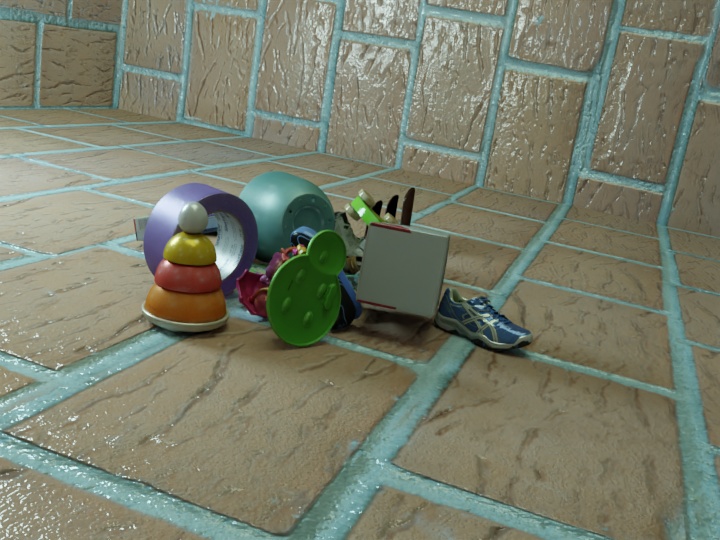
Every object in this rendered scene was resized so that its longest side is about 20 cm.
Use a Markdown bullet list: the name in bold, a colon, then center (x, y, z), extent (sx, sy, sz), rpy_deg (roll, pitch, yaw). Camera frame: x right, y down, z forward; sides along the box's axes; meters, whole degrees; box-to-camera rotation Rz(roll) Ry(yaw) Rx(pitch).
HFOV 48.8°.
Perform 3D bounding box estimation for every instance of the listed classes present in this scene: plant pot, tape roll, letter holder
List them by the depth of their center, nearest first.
- **tape roll**: center (-0.287, -0.052, 1.440), extent (0.084, 0.203, 0.199), rpy_deg (22, 19, 38)
- **plant pot**: center (-0.146, -0.106, 1.677), extent (0.198, 0.204, 0.160), rpy_deg (0, 7, -31)
- **letter holder**: center (0.085, -0.162, 2.191), extent (0.099, 0.144, 0.200), rpy_deg (12, 15, 9)

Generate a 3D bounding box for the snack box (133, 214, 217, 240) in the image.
- **snack box**: center (-0.370, -0.102, 1.699), extent (0.197, 0.054, 0.142), rpy_deg (-9, 3, -2)

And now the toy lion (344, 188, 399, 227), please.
- **toy lion**: center (0.070, -0.076, 1.845), extent (0.200, 0.069, 0.192), rpy_deg (39, 12, -50)

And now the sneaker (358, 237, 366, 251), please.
- **sneaker**: center (0.057, -0.036, 1.723), extent (0.073, 0.071, 0.200), rpy_deg (44, -2, 19)

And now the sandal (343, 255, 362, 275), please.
- **sandal**: center (0.000, 0.000, 1.712), extent (0.081, 0.055, 0.199), rpy_deg (-4, 20, -42)

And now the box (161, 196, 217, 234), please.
- **box**: center (-0.401, -0.137, 1.983), extent (0.157, 0.047, 0.200), rpy_deg (2, 17, -28)

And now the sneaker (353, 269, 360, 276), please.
- **sneaker**: center (0.075, 0.030, 1.601), extent (0.197, 0.077, 0.115), rpy_deg (-17, 60, -14)

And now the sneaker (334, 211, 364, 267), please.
- **sneaker**: center (-0.019, -0.074, 1.853), extent (0.198, 0.117, 0.076), rpy_deg (7, 15, -9)

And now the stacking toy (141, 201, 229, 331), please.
- **stacking toy**: center (-0.277, -0.011, 1.296), extent (0.144, 0.203, 0.146), rpy_deg (9, 15, -2)

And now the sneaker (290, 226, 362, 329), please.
- **sneaker**: center (-0.076, 0.013, 1.423), extent (0.078, 0.070, 0.201), rpy_deg (-25, 77, -48)

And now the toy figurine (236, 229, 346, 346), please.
- **toy figurine**: center (-0.135, 0.017, 1.365), extent (0.150, 0.202, 0.183), rpy_deg (34, -16, -37)

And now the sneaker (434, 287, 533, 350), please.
- **sneaker**: center (0.227, 0.091, 1.474), extent (0.198, 0.078, 0.075), rpy_deg (18, 17, 30)

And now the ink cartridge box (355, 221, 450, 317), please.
- **ink cartridge box**: center (0.084, -0.008, 1.464), extent (0.143, 0.147, 0.200), rpy_deg (10, 4, 7)

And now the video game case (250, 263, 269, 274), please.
- **video game case**: center (-0.147, 0.023, 1.601), extent (0.198, 0.022, 0.182), rpy_deg (3, 17, -25)

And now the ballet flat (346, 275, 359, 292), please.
- **ballet flat**: center (-0.065, 0.050, 1.495), extent (0.198, 0.075, 0.074), rpy_deg (-2, 18, -28)
